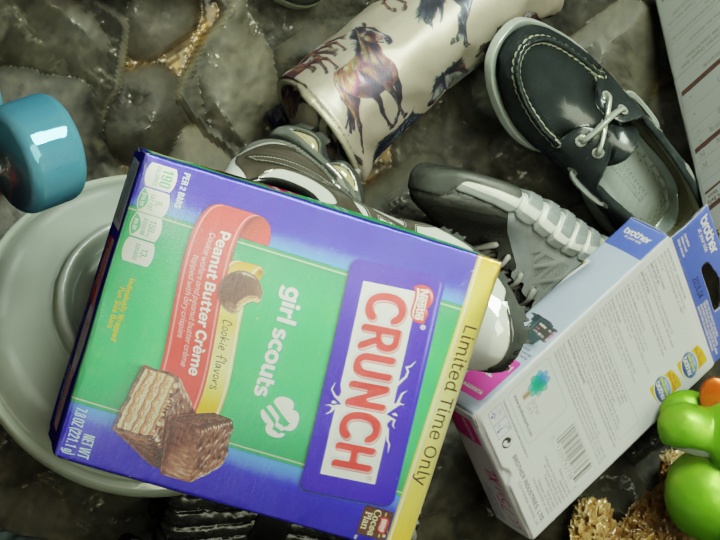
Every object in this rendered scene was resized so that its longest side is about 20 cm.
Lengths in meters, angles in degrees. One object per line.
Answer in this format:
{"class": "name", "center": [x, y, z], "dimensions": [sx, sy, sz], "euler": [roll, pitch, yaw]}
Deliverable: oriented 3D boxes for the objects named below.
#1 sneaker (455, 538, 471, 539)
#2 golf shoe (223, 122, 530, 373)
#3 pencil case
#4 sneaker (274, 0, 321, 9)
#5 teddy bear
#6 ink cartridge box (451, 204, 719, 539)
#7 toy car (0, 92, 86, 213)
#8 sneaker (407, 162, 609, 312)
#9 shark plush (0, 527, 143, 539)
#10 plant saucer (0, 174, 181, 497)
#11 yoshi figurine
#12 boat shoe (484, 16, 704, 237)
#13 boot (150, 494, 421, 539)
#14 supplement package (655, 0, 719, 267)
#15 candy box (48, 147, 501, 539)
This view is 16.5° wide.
{"class": "sneaker", "center": [0.076, 0.260, 1.482], "dimensions": [0.076, 0.200, 0.114], "euler": [-29, 131, 17]}
{"class": "golf shoe", "center": [0.000, 0.000, 1.400], "dimensions": [0.200, 0.094, 0.078], "euler": [35, 117, 15]}
{"class": "pencil case", "center": [0.038, -0.137, 1.502], "dimensions": [0.200, 0.089, 0.078], "euler": [-41, 71, -20]}
{"class": "sneaker", "center": [-0.007, -0.256, 1.469], "dimensions": [0.075, 0.106, 0.200], "euler": [19, 81, -22]}
{"class": "teddy bear", "center": [0.178, 0.204, 1.567], "dimensions": [0.145, 0.067, 0.200], "euler": [35, 68, -24]}
{"class": "ink cartridge box", "center": [0.144, 0.055, 1.501], "dimensions": [0.200, 0.042, 0.119], "euler": [-40, 133, -17]}
{"class": "toy car", "center": [-0.256, 0.005, 1.350], "dimensions": [0.184, 0.177, 0.200], "euler": [-22, 126, -30]}
{"class": "sneaker", "center": [0.096, 0.017, 1.514], "dimensions": [0.200, 0.075, 0.116], "euler": [26, 84, -33]}
{"class": "shark plush", "center": [-0.136, 0.180, 1.394], "dimensions": [0.083, 0.200, 0.091], "euler": [-54, 144, -55]}
{"class": "plant saucer", "center": [-0.119, 0.027, 1.398], "dimensions": [0.200, 0.050, 0.201], "euler": [4, 65, -8]}
{"class": "yoshi figurine", "center": [0.270, 0.138, 1.516], "dimensions": [0.200, 0.112, 0.112], "euler": [19, 77, 6]}
{"class": "boat shoe", "center": [0.150, -0.082, 1.523], "dimensions": [0.200, 0.060, 0.076], "euler": [40, 80, -39]}
{"class": "boot", "center": [-0.036, 0.072, 1.463], "dimensions": [0.157, 0.079, 0.212], "euler": [11, 70, -10]}
{"class": "supplement package", "center": [0.277, -0.111, 1.546], "dimensions": [0.117, 0.117, 0.200], "euler": [2, 65, -28]}
{"class": "candy box", "center": [-0.047, 0.043, 1.324], "dimensions": [0.200, 0.077, 0.169], "euler": [16, 94, -11]}
